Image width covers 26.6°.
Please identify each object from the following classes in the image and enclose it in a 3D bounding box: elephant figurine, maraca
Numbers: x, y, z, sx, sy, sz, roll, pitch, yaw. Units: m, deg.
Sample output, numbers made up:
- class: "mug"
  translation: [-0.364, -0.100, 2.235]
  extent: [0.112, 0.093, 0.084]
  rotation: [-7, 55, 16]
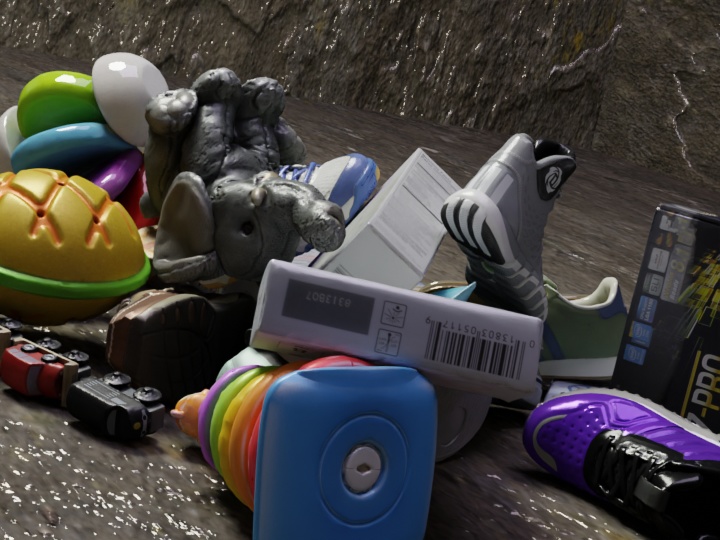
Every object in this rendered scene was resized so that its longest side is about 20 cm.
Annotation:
- class: "elephant figurine"
  translation: [-0.092, -0.040, 1.121]
  extent: [0.140, 0.156, 0.201]
  rotation: [-16, 54, -5]
- class: "maraca"
  translation: [-0.245, -0.019, 1.080]
  extent: [0.198, 0.108, 0.137]
  rotation: [6, 22, -31]

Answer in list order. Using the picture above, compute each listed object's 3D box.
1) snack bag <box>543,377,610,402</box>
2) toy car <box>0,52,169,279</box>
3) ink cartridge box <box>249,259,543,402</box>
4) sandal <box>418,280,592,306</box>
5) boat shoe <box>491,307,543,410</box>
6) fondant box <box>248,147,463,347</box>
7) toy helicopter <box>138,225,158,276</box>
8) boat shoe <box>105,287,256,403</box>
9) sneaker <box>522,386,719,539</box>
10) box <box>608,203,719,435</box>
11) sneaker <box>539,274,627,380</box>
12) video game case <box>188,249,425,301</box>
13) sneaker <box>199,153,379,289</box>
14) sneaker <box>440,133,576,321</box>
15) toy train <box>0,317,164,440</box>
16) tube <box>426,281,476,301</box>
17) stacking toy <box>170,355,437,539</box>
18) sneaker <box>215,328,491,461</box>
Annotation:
- class: "snack bag"
  translation: [0.254, 0.119, 1.276]
  extent: [0.198, 0.022, 0.189]
  rotation: [12, 10, 10]
- class: "toy car"
  translation: [-0.226, -0.075, 1.320]
  extent: [0.174, 0.200, 0.151]
  rotation: [-21, 34, 25]
- class: "ink cartridge box"
  translation: [0.013, 0.047, 0.934]
  extent: [0.161, 0.058, 0.200]
  rotation: [12, -15, -5]
- class: "sandal"
  translation: [0.133, 0.040, 1.341]
  extent: [0.198, 0.081, 0.054]
  rotation: [2, 31, -21]
- class: "boat shoe"
  translation: [0.095, 0.059, 1.142]
  extent: [0.071, 0.063, 0.200]
  rotation: [4, -13, 18]
- class: "fondant box"
  translation: [0.000, 0.000, 1.153]
  extent: [0.058, 0.144, 0.200]
  rotation: [43, 23, -3]
- class: "toy helicopter"
  translation: [-0.235, -0.011, 1.198]
  extent: [0.198, 0.079, 0.133]
  rotation: [0, 36, -9]
- class: "boat shoe"
  translation: [-0.137, 0.048, 1.073]
  extent: [0.073, 0.076, 0.200]
  rotation: [11, 2, 15]
- class: "sneaker"
  translation: [0.195, 0.135, 1.012]
  extent: [0.199, 0.070, 0.099]
  rotation: [17, 14, 21]
- class: "box"
  translation: [0.265, 0.069, 1.080]
  extent: [0.160, 0.202, 0.049]
  rotation: [19, 11, 28]
- class: "sneaker"
  translation: [0.134, 0.043, 1.277]
  extent: [0.198, 0.091, 0.067]
  rotation: [0, 8, -16]
- class: "video game case"
  translation: [-0.035, 0.021, 1.370]
  extent: [0.199, 0.046, 0.181]
  rotation: [5, 13, -35]
- class: "sneaker"
  translation: [-0.079, -0.055, 1.236]
  extent: [0.199, 0.088, 0.075]
  rotation: [-26, 23, 28]
- class: "sneaker"
  translation: [0.131, -0.037, 1.160]
  extent: [0.075, 0.116, 0.200]
  rotation: [31, -13, 24]
- class: "toy train"
  translation: [-0.208, 0.065, 0.988]
  extent: [0.199, 0.034, 0.046]
  rotation: [21, 25, 34]
- class: "tube"
  translation: [0.032, 0.045, 1.145]
  extent: [0.050, 0.077, 0.200]
  rotation: [47, -14, -3]
- class: "stacking toy"
  translation: [-0.052, 0.095, 0.888]
  extent: [0.115, 0.111, 0.199]
  rotation: [2, 4, -34]
- class: "sneaker"
  translation: [-0.004, 0.077, 1.035]
  extent: [0.199, 0.074, 0.118]
  rotation: [-2, 25, -45]
